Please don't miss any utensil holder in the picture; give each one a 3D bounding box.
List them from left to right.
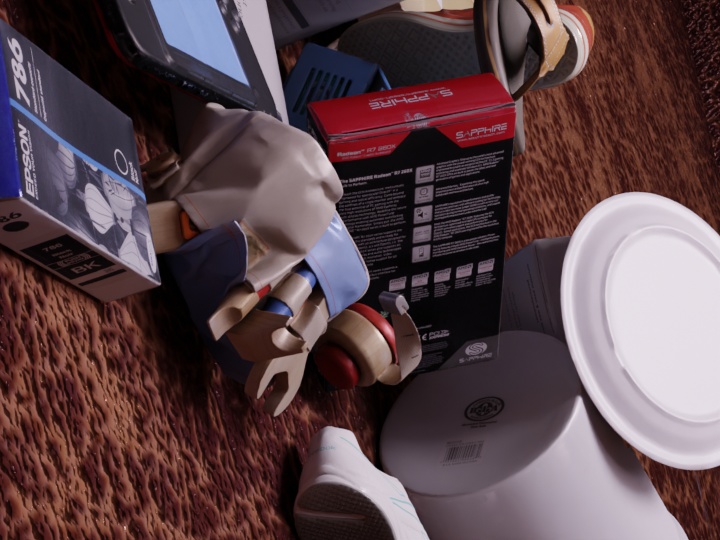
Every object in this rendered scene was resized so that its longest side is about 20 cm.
[{"bbox_3d":[0.124,0.166,1.624,0.171,0.169,0.201,-87,152,-52],"label":"utensil holder"}]

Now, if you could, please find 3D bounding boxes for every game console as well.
[{"bbox_3d":[-0.077,-0.195,1.292,0.200,0.118,0.174,20,45,-67],"label":"game console"}]

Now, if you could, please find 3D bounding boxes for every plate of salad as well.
[{"bbox_3d":[0.210,0.044,1.603,0.199,0.048,0.202,15,63,-32],"label":"plate of salad"}]

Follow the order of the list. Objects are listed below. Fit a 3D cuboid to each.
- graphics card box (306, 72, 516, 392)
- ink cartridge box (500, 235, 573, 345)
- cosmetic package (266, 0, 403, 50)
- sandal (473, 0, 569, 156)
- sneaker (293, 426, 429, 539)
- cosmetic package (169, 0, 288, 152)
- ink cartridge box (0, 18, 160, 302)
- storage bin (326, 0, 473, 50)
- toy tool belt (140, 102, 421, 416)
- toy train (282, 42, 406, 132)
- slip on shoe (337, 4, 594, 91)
[{"bbox_3d":[0.029,-0.022,1.440,0.051,0.124,0.201,-120,-157,-49],"label":"graphics card box"},{"bbox_3d":[0.155,0.038,1.729,0.200,0.146,0.086,-41,-120,60],"label":"ink cartridge box"},{"bbox_3d":[-0.004,-0.295,1.620,0.123,0.198,0.201,53,24,-49],"label":"cosmetic package"},{"bbox_3d":[0.111,-0.165,1.491,0.082,0.054,0.201,65,28,-45],"label":"sandal"},{"bbox_3d":[0.021,0.177,1.439,0.081,0.070,0.201,-91,157,-53],"label":"sneaker"},{"bbox_3d":[-0.080,-0.102,1.426,0.083,0.050,0.202,41,34,-63],"label":"cosmetic package"},{"bbox_3d":[-0.161,-0.058,1.124,0.200,0.039,0.100,34,41,-65],"label":"ink cartridge box"},{"bbox_3d":[0.036,-0.181,1.833,0.201,0.093,0.199,-89,155,-48],"label":"storage bin"},{"bbox_3d":[-0.063,0.014,1.292,0.123,0.124,0.201,-44,124,-25],"label":"toy tool belt"},{"bbox_3d":[0.012,-0.081,1.595,0.087,0.113,0.200,-64,160,-12],"label":"toy train"},{"bbox_3d":[0.074,-0.154,1.602,0.061,0.198,0.075,-36,117,-56],"label":"slip on shoe"}]
